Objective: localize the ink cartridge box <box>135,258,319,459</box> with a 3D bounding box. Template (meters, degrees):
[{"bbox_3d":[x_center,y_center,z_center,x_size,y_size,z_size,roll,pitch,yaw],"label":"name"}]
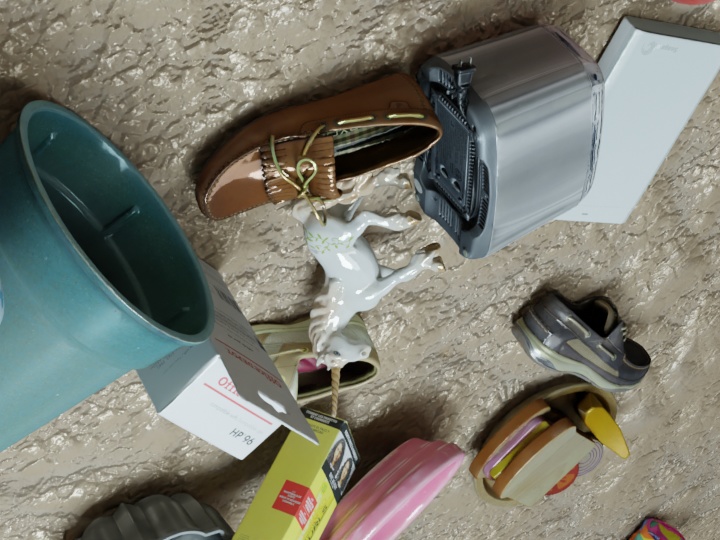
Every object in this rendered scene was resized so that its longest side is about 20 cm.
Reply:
[{"bbox_3d":[-0.123,0.067,1.220,0.068,0.201,0.116,-42,141,9],"label":"ink cartridge box"}]

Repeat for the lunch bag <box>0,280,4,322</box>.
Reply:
[{"bbox_3d":[-0.312,-0.029,0.980,0.159,0.201,0.083,-18,146,-18],"label":"lunch bag"}]

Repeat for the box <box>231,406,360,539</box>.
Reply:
[{"bbox_3d":[-0.069,0.231,1.469,0.201,0.050,0.076,-60,152,-30],"label":"box"}]

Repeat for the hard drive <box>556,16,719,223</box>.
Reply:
[{"bbox_3d":[0.239,-0.131,1.435,0.131,0.026,0.201,1,129,-38],"label":"hard drive"}]

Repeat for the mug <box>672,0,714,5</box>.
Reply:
[{"bbox_3d":[0.194,-0.277,1.170,0.199,0.134,0.178,19,116,-43],"label":"mug"}]

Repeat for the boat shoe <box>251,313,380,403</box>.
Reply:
[{"bbox_3d":[-0.072,0.090,1.391,0.198,0.067,0.075,-17,138,-22],"label":"boat shoe"}]

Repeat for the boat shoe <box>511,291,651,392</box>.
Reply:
[{"bbox_3d":[0.239,0.069,1.602,0.199,0.075,0.074,14,121,-46],"label":"boat shoe"}]

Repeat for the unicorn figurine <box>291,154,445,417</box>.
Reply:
[{"bbox_3d":[0.000,0.000,1.337,0.136,0.074,0.202,-22,112,8],"label":"unicorn figurine"}]

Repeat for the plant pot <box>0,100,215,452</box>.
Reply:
[{"bbox_3d":[-0.237,0.022,1.110,0.195,0.201,0.200,-37,143,13],"label":"plant pot"}]

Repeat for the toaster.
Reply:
[{"bbox_3d":[0.120,-0.115,1.294,0.128,0.114,0.202,-23,138,-21],"label":"toaster"}]

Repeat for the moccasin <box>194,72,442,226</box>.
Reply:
[{"bbox_3d":[-0.032,-0.085,1.231,0.199,0.078,0.074,-18,139,-16],"label":"moccasin"}]

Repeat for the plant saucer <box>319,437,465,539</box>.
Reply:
[{"bbox_3d":[0.019,0.236,1.576,0.200,0.051,0.201,-43,168,-11],"label":"plant saucer"}]

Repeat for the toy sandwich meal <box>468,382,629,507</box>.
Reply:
[{"bbox_3d":[0.208,0.201,1.715,0.203,0.070,0.207,-21,139,-19],"label":"toy sandwich meal"}]

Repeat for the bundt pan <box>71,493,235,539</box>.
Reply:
[{"bbox_3d":[-0.202,0.285,1.486,0.200,0.076,0.203,-20,139,-19],"label":"bundt pan"}]

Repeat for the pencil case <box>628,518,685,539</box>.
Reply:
[{"bbox_3d":[0.338,0.404,2.015,0.088,0.089,0.201,14,121,-44],"label":"pencil case"}]
